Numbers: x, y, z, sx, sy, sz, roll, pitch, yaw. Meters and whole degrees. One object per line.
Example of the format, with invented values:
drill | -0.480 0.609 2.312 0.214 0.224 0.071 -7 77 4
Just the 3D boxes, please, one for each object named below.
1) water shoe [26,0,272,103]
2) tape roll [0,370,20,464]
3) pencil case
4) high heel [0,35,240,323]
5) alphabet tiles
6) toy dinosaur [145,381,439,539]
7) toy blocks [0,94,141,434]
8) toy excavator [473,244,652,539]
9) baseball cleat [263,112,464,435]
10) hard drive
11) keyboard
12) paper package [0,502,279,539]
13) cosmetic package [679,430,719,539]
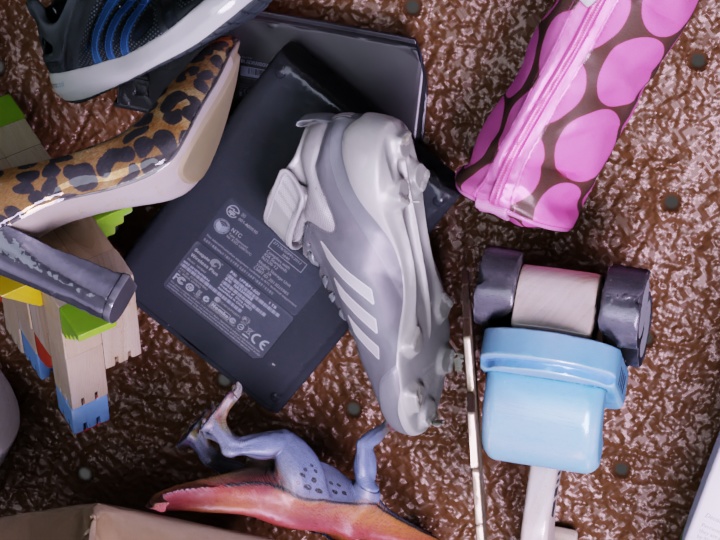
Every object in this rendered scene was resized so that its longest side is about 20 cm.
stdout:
water shoe | -0.132 -0.157 1.323 0.200 0.071 0.079 -19 101 45
tape roll | -0.336 0.112 1.438 0.202 0.203 0.139 32 110 4
pencil case | 0.126 -0.115 1.309 0.091 0.094 0.200 27 111 6
high heel | -0.165 -0.079 1.334 0.142 0.071 0.200 23 69 11
alphabet tiles | 0.068 0.098 1.330 0.006 0.200 0.167 -4 106 4
toy dinosaur | -0.031 0.151 1.400 0.181 0.200 0.105 40 138 -5
toy blocks | -0.195 0.007 1.412 0.200 0.100 0.137 52 156 33
toy excavator | 0.112 0.102 1.363 0.100 0.194 0.201 10 80 11
baseball cleat | 0.000 0.000 1.345 0.106 0.070 0.201 5 110 30
hard drive | -0.048 -0.024 1.395 0.139 0.033 0.200 39 118 -2
keyboard | -0.058 -0.100 1.399 0.199 0.021 0.127 12 111 13
paper package | -0.133 0.213 1.377 0.190 0.200 0.104 -14 66 50
cosmetic package | 0.249 0.124 1.339 0.085 0.108 0.201 19 108 9
